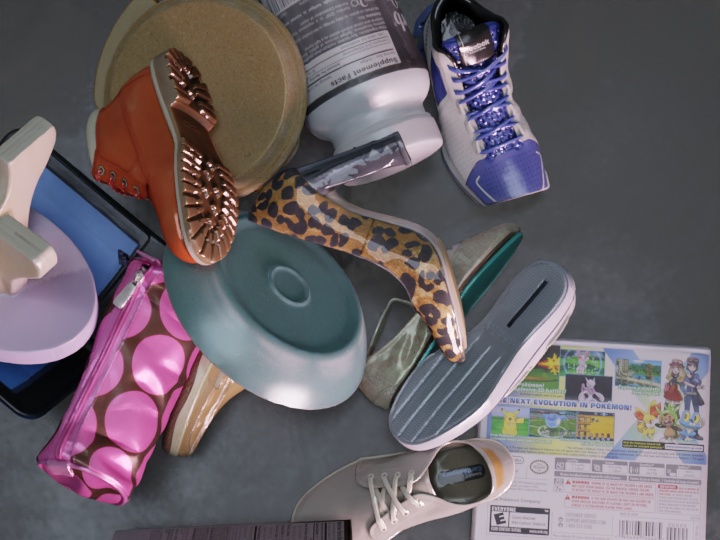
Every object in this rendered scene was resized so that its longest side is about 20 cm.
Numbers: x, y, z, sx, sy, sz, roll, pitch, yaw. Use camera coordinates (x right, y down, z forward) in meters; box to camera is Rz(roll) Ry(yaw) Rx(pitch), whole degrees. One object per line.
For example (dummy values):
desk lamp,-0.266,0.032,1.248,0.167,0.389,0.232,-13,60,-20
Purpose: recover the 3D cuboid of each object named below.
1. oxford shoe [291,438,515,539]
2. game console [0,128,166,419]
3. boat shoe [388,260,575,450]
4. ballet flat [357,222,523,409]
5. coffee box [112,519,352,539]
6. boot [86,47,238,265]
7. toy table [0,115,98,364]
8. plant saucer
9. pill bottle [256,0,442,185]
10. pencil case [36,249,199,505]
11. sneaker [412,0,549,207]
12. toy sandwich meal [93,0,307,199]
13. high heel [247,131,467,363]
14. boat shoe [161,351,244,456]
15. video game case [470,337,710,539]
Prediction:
oxford shoe,0.032,0.188,1.279,0.200,0.058,0.075,-18,83,9
game console,-0.283,-0.002,1.280,0.200,0.118,0.171,39,95,5
boat shoe,0.112,0.082,1.276,0.200,0.067,0.074,-43,59,2
ballet flat,0.062,0.027,1.308,0.062,0.067,0.200,35,83,15
coffee box,-0.103,0.276,1.246,0.200,0.080,0.114,-2,106,0
boot,-0.164,-0.074,1.224,0.107,0.075,0.200,-28,55,17
toy table,-0.298,-0.026,1.191,0.200,0.117,0.184,23,59,15
plant saucer,-0.067,0.021,1.242,0.200,0.200,0.036,49,124,6
pill bottle,-0.009,-0.183,1.312,0.116,0.116,0.200,-22,83,-3
pencil case,-0.191,0.086,1.229,0.091,0.094,0.200,15,74,17
sneaker,0.098,-0.156,1.308,0.081,0.115,0.200,-20,82,-2
toy sandwich meal,-0.135,-0.149,1.310,0.205,0.070,0.205,0,89,15
high heel,0.000,0.000,1.250,0.142,0.071,0.200,-21,93,5
boat shoe,-0.105,0.073,1.302,0.076,0.072,0.200,24,83,-11
video game case,0.200,0.151,1.311,0.200,0.022,0.182,4,82,1
